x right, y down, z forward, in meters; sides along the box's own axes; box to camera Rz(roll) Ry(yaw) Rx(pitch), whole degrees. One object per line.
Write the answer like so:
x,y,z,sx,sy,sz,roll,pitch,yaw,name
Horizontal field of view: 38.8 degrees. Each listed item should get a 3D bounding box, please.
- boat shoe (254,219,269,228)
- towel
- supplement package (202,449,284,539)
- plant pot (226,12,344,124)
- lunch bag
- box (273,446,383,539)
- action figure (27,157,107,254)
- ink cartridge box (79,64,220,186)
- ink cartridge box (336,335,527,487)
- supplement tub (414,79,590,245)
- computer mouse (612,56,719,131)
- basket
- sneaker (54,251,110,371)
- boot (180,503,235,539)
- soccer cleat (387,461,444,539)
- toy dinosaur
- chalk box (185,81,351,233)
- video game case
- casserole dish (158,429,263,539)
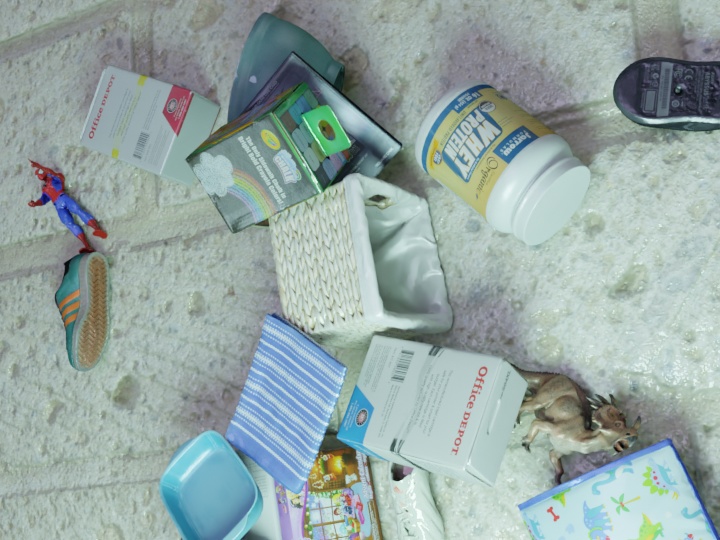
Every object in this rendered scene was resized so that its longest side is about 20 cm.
-0.107,-0.112,1.529,0.201,0.075,0.075,-12,76,27,boat shoe
-0.100,0.173,1.321,0.145,0.024,0.201,33,115,30,towel
-0.134,0.353,1.437,0.121,0.120,0.201,-17,74,27,supplement package
-0.100,-0.263,1.501,0.133,0.200,0.201,16,89,4,plant pot
0.313,0.312,1.191,0.200,0.127,0.171,-35,66,30,lunch bag
-0.039,0.344,1.378,0.039,0.136,0.201,-33,63,55,box
-0.525,-0.117,1.755,0.065,0.099,0.200,-49,60,12,action figure
-0.348,-0.240,1.681,0.199,0.083,0.146,22,92,30,ink cartridge box
0.089,0.174,1.278,0.199,0.084,0.147,8,68,38,ink cartridge box
0.184,-0.140,1.330,0.200,0.144,0.145,42,102,28,supplement tub
0.416,-0.209,1.272,0.199,0.053,0.139,11,84,18,computer mouse
0.000,0.000,1.383,0.160,0.198,0.201,-20,73,29,basket
-0.469,0.071,1.708,0.080,0.071,0.201,-7,73,33,sneaker
-0.171,0.411,1.336,0.146,0.070,0.200,-54,50,7,boot
0.068,0.302,1.358,0.069,0.077,0.201,-10,77,27,soccer cleat
0.259,0.175,1.275,0.135,0.086,0.200,-39,53,10,toy dinosaur
-0.101,-0.156,1.337,0.199,0.124,0.125,-22,109,28,chalk box
-0.062,-0.186,1.423,0.200,0.019,0.143,38,110,-14,video game case
-0.194,0.297,1.354,0.121,0.039,0.200,-46,39,-3,casserole dish
